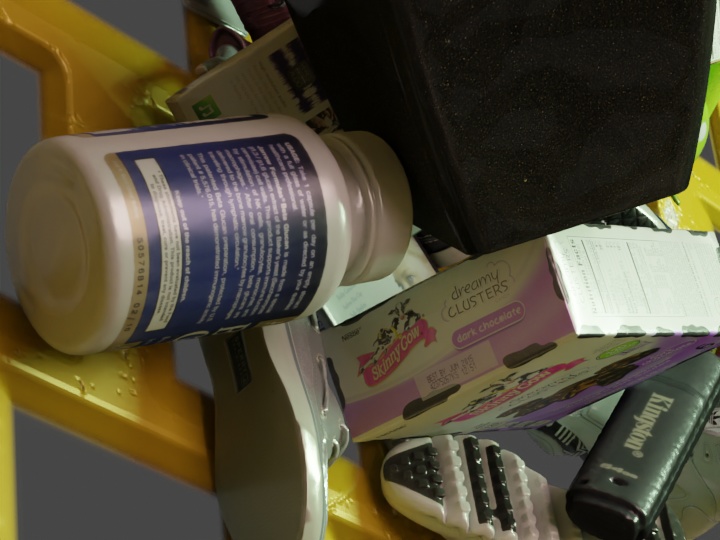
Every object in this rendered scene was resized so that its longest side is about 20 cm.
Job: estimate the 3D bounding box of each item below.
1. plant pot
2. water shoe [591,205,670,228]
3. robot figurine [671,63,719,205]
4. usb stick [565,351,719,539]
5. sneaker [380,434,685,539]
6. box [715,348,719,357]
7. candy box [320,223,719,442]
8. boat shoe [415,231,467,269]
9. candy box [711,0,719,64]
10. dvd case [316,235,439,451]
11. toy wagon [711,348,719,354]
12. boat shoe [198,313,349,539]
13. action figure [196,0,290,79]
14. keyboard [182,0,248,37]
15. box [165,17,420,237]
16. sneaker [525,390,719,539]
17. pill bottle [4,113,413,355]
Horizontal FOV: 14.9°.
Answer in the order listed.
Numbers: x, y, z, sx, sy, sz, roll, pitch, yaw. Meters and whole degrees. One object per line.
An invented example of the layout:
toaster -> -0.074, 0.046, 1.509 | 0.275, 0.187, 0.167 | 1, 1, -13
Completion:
plant pot -> 0.081, -0.121, 1.502 | 0.199, 0.199, 0.179 | -148, -137, -66
water shoe -> 0.195, -0.005, 1.935 | 0.200, 0.071, 0.079 | 44, 13, -33
robot figurine -> 0.182, -0.142, 1.961 | 0.175, 0.115, 0.201 | 15, 53, -39
usb stick -> 0.174, 0.101, 1.666 | 0.055, 0.033, 0.200 | 26, 34, 9
sneaker -> 0.094, 0.158, 1.635 | 0.199, 0.081, 0.075 | 20, 42, -21
box -> 0.318, 0.054, 1.864 | 0.097, 0.175, 0.201 | 39, 73, -33
candy box -> 0.102, 0.037, 1.611 | 0.199, 0.167, 0.072 | 1, 67, -54
boat shoe -> 0.112, -0.080, 1.747 | 0.063, 0.199, 0.073 | 56, -5, -12
candy box -> 0.135, -0.147, 1.735 | 0.199, 0.116, 0.057 | -17, 110, -34
dvd case -> 0.000, 0.000, 1.673 | 0.201, 0.017, 0.143 | 57, 32, -5
toy wagon -> 0.176, 0.025, 1.793 | 0.200, 0.155, 0.040 | 31, 75, -41
boat shoe -> -0.039, 0.076, 1.502 | 0.071, 0.070, 0.202 | 19, 47, -40
action figure -> -0.058, -0.168, 1.663 | 0.149, 0.133, 0.201 | 180, -107, -76
keyboard -> -0.101, -0.237, 1.729 | 0.056, 0.011, 0.201 | 31, 42, -48
box -> 0.007, -0.091, 1.593 | 0.145, 0.199, 0.036 | 59, -10, -13
sneaker -> 0.182, 0.092, 1.772 | 0.200, 0.115, 0.075 | 50, 32, -18
pill bottle -> -0.074, -0.023, 1.435 | 0.199, 0.111, 0.112 | -9, 71, -35
